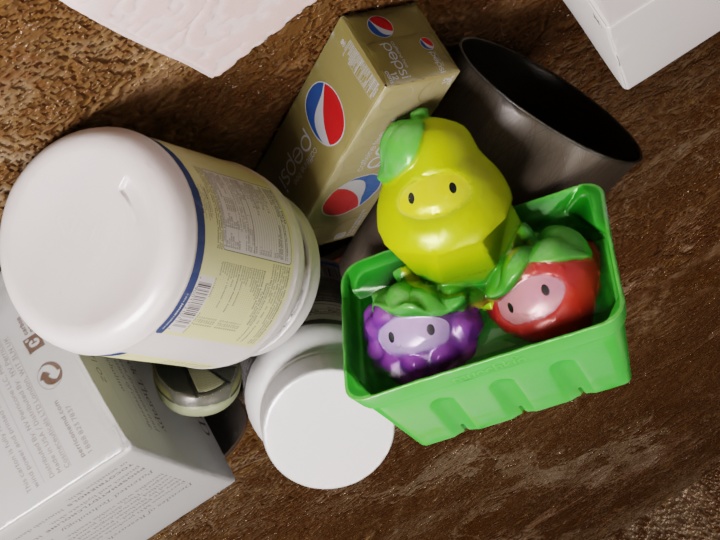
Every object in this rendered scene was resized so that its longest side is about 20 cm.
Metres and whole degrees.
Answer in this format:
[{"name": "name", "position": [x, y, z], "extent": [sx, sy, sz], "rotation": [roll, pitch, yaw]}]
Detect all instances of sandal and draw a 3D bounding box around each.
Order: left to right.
[{"name": "sandal", "position": [-0.122, 0.059, 1.430], "extent": [0.080, 0.201, 0.057], "rotation": [-7, 119, 2]}]

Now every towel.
[{"name": "towel", "position": [-0.059, -0.199, 1.106], "extent": [0.200, 0.032, 0.191], "rotation": [-36, 160, 14]}]

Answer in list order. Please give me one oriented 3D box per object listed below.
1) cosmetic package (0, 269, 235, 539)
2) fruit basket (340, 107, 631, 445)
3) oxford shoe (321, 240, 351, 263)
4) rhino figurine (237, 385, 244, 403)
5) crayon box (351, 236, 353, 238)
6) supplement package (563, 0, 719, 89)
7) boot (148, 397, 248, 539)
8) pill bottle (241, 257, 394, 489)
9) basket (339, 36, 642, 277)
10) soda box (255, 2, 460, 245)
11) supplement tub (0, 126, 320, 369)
[{"name": "cosmetic package", "position": [-0.227, 0.116, 1.395], "extent": [0.166, 0.168, 0.200], "rotation": [-34, 160, 8]}, {"name": "fruit basket", "position": [0.074, -0.001, 1.314], "extent": [0.215, 0.156, 0.216], "rotation": [-2, 134, -2]}, {"name": "oxford shoe", "position": [0.000, 0.000, 1.622], "extent": [0.200, 0.071, 0.074], "rotation": [-23, -171, -33]}, {"name": "rhino figurine", "position": [-0.141, 0.093, 1.615], "extent": [0.087, 0.060, 0.200], "rotation": [-9, 148, -24]}, {"name": "crayon box", "position": [0.078, -0.004, 1.566], "extent": [0.127, 0.051, 0.200], "rotation": [-31, 123, -1]}, {"name": "supplement package", "position": [0.223, -0.237, 1.283], "extent": [0.200, 0.120, 0.121], "rotation": [-33, 161, 3]}, {"name": "boot", "position": [-0.162, 0.166, 1.512], "extent": [0.200, 0.074, 0.075], "rotation": [-38, 151, 9]}, {"name": "pill bottle", "position": [-0.033, 0.076, 1.449], "extent": [0.114, 0.114, 0.200], "rotation": [-34, -158, 8]}, {"name": "basket", "position": [0.086, -0.049, 1.435], "extent": [0.180, 0.136, 0.200], "rotation": [16, 119, -42]}, {"name": "soda box", "position": [-0.009, -0.097, 1.360], "extent": [0.068, 0.064, 0.200], "rotation": [-16, 155, -34]}, {"name": "supplement tub", "position": [-0.127, -0.010, 1.279], "extent": [0.145, 0.145, 0.200], "rotation": [-38, 158, 18]}]
